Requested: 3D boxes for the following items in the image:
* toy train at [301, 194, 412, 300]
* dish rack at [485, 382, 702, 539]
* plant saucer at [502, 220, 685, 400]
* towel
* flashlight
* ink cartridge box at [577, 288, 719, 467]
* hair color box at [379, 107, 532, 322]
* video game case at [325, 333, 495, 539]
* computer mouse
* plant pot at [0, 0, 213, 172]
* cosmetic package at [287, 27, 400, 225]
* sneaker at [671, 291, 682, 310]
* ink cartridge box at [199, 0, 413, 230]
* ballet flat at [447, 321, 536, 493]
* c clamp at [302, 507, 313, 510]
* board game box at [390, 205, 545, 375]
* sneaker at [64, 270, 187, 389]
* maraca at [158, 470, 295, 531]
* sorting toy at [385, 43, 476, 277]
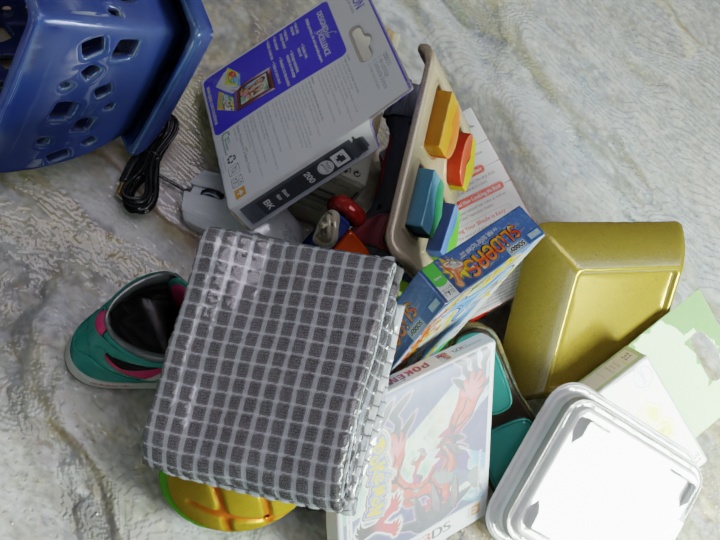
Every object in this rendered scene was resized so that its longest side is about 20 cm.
[{"bbox_3d":[0.000,0.000,0.897,0.116,0.200,0.085,40,89,-6],"label":"toy train"},{"bbox_3d":[0.237,0.222,0.997,0.200,0.044,0.172,32,86,-20],"label":"dish rack"},{"bbox_3d":[0.246,0.051,1.056,0.199,0.201,0.048,-2,25,-27],"label":"plant saucer"},{"bbox_3d":[-0.062,0.068,0.773,0.165,0.086,0.201,8,73,17],"label":"towel"},{"bbox_3d":[0.030,-0.088,1.032,0.067,0.068,0.201,12,86,13],"label":"flashlight"},{"bbox_3d":[0.312,0.136,1.055,0.200,0.048,0.146,-36,108,-6],"label":"ink cartridge box"},{"bbox_3d":[0.112,-0.055,1.081,0.111,0.064,0.201,-26,81,-3],"label":"hair color box"},{"bbox_3d":[0.046,0.173,0.909,0.182,0.201,0.023,-21,33,-33],"label":"video game case"},{"bbox_3d":[-0.132,-0.066,0.996,0.200,0.044,0.110,29,56,-12],"label":"computer mouse"},{"bbox_3d":[-0.252,-0.218,0.907,0.179,0.200,0.201,-5,60,-37],"label":"plant pot"},{"bbox_3d":[-0.025,-0.156,1.058,0.071,0.105,0.201,22,61,-15],"label":"cosmetic package"},{"bbox_3d":[0.262,0.050,1.135,0.199,0.073,0.085,7,66,-12],"label":"sneaker"},{"bbox_3d":[-0.051,-0.163,0.968,0.043,0.200,0.199,44,21,-45],"label":"ink cartridge box"},{"bbox_3d":[0.138,0.143,1.023,0.071,0.071,0.201,-25,97,-34],"label":"ballet flat"},{"bbox_3d":[-0.020,0.126,0.980,0.200,0.027,0.171,-29,88,-36],"label":"c clamp"},{"bbox_3d":[0.062,0.038,0.889,0.135,0.200,0.034,-32,75,-37],"label":"board game box"},{"bbox_3d":[-0.144,0.052,0.887,0.199,0.121,0.084,-1,68,-27],"label":"sneaker"},{"bbox_3d":[-0.079,0.138,0.862,0.200,0.107,0.137,-44,122,4],"label":"maraca"},{"bbox_3d":[0.074,-0.084,0.963,0.036,0.185,0.201,5,78,18],"label":"sorting toy"}]
